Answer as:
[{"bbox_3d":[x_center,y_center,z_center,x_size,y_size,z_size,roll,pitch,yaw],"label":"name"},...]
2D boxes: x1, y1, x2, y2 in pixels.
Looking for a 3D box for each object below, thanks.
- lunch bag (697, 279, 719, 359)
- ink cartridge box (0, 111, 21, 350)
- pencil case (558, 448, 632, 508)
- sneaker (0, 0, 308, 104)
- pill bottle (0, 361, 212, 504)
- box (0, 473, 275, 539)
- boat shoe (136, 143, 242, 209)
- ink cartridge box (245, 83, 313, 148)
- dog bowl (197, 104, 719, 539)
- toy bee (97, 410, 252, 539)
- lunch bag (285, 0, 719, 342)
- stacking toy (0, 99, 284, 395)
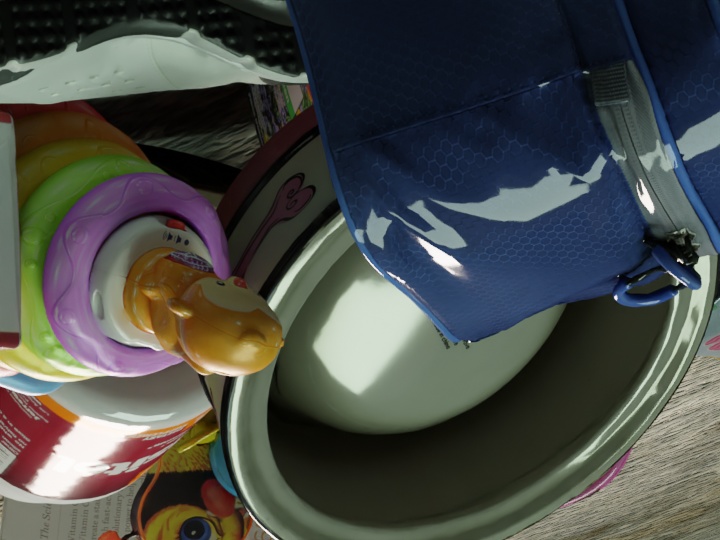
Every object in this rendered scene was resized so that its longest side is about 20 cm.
[{"bbox_3d":[0.202,-0.052,1.202,0.200,0.127,0.170,-42,159,16],"label":"lunch bag"},{"bbox_3d":[-0.232,-0.007,0.891,0.200,0.083,0.147,-7,173,33],"label":"ink cartridge box"},{"bbox_3d":[0.070,0.035,1.188,0.094,0.091,0.200,-35,-170,14],"label":"pencil case"},{"bbox_3d":[-0.076,-0.090,0.889,0.200,0.074,0.080,-1,170,-29],"label":"sneaker"},{"bbox_3d":[-0.125,0.041,1.238,0.113,0.113,0.200,-10,166,-22],"label":"pill bottle"},{"bbox_3d":[-0.095,0.146,1.498,0.200,0.152,0.106,6,165,-2],"label":"box"},{"bbox_3d":[-0.107,-0.013,1.090,0.200,0.068,0.072,5,-167,-38],"label":"boat shoe"},{"bbox_3d":[0.027,-0.088,1.024,0.109,0.050,0.200,-12,167,-14],"label":"ink cartridge box"},{"bbox_3d":[0.027,0.010,0.997,0.200,0.074,0.200,-17,131,-20],"label":"dog bowl"},{"bbox_3d":[-0.079,0.101,1.339,0.109,0.200,0.131,-11,156,-13],"label":"toy bee"},{"bbox_3d":[0.054,-0.080,0.772,0.132,0.200,0.136,-21,160,10],"label":"lunch bag"},{"bbox_3d":[-0.088,-0.001,0.931,0.116,0.110,0.200,22,178,-37],"label":"stacking toy"}]
